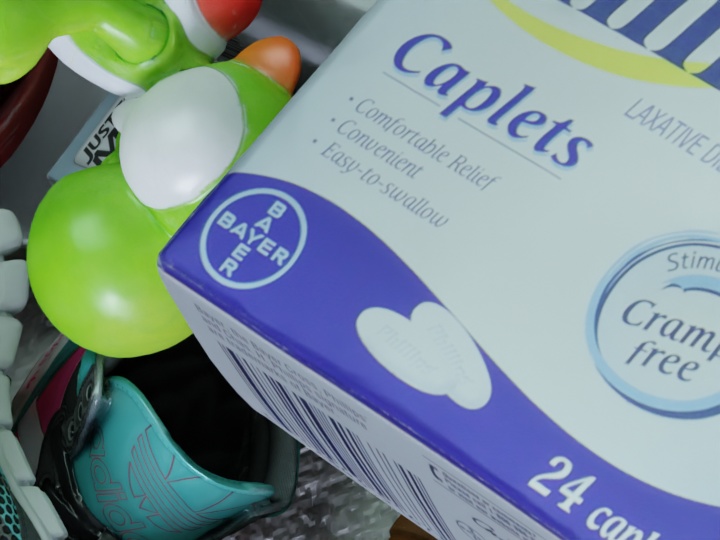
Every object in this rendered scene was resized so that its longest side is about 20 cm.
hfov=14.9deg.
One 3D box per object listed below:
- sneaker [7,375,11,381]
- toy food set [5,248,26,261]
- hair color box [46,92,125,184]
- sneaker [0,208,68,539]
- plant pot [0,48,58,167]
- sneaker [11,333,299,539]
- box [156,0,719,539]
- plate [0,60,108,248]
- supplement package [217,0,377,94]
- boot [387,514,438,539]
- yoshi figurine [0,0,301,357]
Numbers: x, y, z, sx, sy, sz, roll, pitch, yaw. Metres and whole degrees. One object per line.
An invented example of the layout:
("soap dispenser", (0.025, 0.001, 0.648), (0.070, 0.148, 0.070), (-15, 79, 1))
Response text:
("sneaker", (-0.195, 0.042, 0.964), (0.200, 0.091, 0.076), (-1, 53, 56))
("toy food set", (-0.184, -0.067, 1.100), (0.143, 0.060, 0.200), (-19, 48, 17))
("hair color box", (0.000, 0.000, 0.908), (0.200, 0.099, 0.061), (23, 71, 41))
("sneaker", (-0.143, 0.054, 0.826), (0.078, 0.091, 0.200), (-26, 62, 21))
("plant pot", (-0.207, -0.116, 0.952), (0.200, 0.183, 0.200), (-10, 48, 11))
("sneaker", (-0.083, 0.085, 0.884), (0.121, 0.084, 0.200), (-26, 35, 57))
("box", (0.083, -0.012, 0.743), (0.184, 0.105, 0.200), (33, 75, 29))
("plate", (-0.162, -0.085, 1.057), (0.200, 0.032, 0.200), (5, 53, 21))
("supplement package", (0.051, -0.134, 0.945), (0.151, 0.152, 0.200), (26, 72, 41))
("boot", (-0.002, 0.117, 0.836), (0.200, 0.074, 0.155), (15, 64, 22))
("yoshi figurine", (-0.081, -0.057, 0.848), (0.112, 0.112, 0.200), (-14, 71, -30))
